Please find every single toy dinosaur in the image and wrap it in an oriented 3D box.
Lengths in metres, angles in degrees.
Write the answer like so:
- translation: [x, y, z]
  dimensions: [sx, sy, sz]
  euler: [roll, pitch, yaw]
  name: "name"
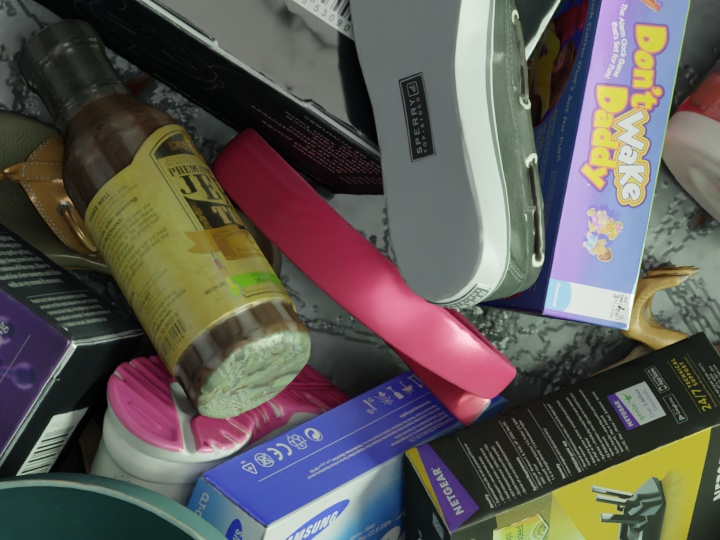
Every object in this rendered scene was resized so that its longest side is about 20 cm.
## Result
- translation: [0.149, 0.054, 1.322]
  dimensions: [0.199, 0.060, 0.107]
  euler: [-7, 95, -14]
  name: "toy dinosaur"

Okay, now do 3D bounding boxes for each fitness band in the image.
- translation: [0.000, 0.000, 1.193]
  dimensions: [0.037, 0.200, 0.144]
  euler: [-46, 121, 0]
  name: "fitness band"

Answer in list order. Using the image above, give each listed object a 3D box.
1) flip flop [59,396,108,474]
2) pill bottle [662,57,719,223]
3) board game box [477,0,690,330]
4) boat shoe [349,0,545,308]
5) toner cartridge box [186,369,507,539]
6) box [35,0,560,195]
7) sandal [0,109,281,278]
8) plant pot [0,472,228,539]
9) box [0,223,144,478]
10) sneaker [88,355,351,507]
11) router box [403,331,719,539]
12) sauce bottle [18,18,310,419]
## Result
- translation: [-0.177, 0.053, 1.236]
  dimensions: [0.200, 0.058, 0.081]
  euler: [48, 48, 3]
  name: "flip flop"
- translation: [0.252, -0.107, 1.317]
  dimensions: [0.111, 0.111, 0.200]
  euler: [42, 81, -13]
  name: "pill bottle"
- translation: [0.106, -0.076, 1.267]
  dimensions: [0.045, 0.134, 0.201]
  euler: [11, 90, -15]
  name: "board game box"
- translation: [0.040, -0.084, 1.087]
  dimensions: [0.057, 0.068, 0.201]
  euler: [0, 85, -49]
  name: "boat shoe"
- translation: [-0.015, 0.112, 1.209]
  dimensions: [0.043, 0.200, 0.095]
  euler: [35, 122, 22]
  name: "toner cartridge box"
- translation: [-0.038, -0.134, 1.194]
  dimensions: [0.200, 0.197, 0.124]
  euler: [33, 83, -14]
  name: "box"
- translation: [-0.125, -0.029, 1.235]
  dimensions: [0.199, 0.055, 0.082]
  euler: [21, 63, -15]
  name: "sandal"
- translation: [-0.113, 0.173, 1.071]
  dimensions: [0.199, 0.135, 0.201]
  euler: [1, 96, 7]
  name: "plant pot"
- translation: [-0.223, 0.033, 1.150]
  dimensions: [0.200, 0.104, 0.148]
  euler: [33, 99, 10]
  name: "box"
- translation: [-0.071, 0.084, 1.220]
  dimensions: [0.081, 0.200, 0.088]
  euler: [38, 112, 22]
  name: "sneaker"
- translation: [0.102, 0.131, 1.250]
  dimensions: [0.157, 0.200, 0.052]
  euler: [-21, 55, -13]
  name: "router box"
- translation: [-0.094, -0.029, 1.170]
  dimensions: [0.065, 0.065, 0.200]
  euler: [-28, 67, -12]
  name: "sauce bottle"
